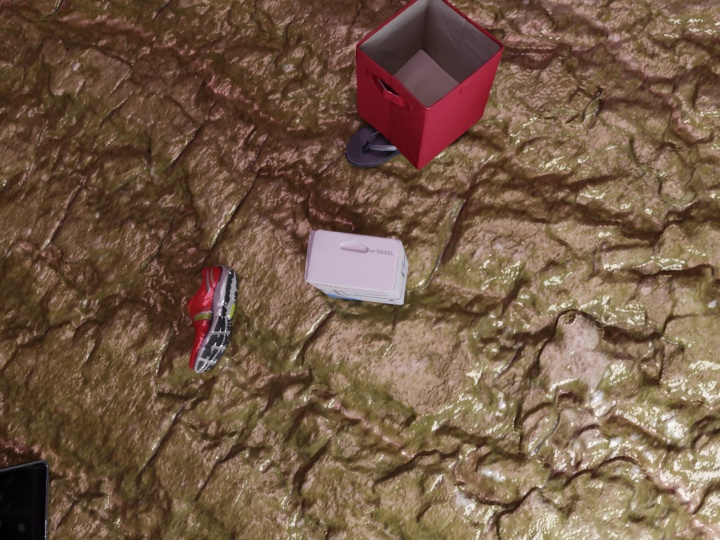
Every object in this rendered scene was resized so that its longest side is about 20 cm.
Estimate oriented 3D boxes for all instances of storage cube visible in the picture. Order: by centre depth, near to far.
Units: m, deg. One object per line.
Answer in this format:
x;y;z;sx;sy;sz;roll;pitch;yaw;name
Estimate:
0.111;-0.319;0.962;0.200;0.180;0.171;-41;74;-14;storage cube

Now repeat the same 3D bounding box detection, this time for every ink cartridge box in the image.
0.000;0.000;0.943;0.144;0.200;0.085;7;82;10;ink cartridge box

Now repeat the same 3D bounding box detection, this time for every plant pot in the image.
-0.702;0.455;0.999;0.176;0.200;0.202;-7;81;21;plant pot

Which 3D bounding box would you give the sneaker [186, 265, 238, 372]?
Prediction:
-0.285;0.088;1.046;0.084;0.077;0.202;7;72;15;sneaker

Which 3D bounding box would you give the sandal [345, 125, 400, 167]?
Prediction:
0.065;-0.249;1.049;0.198;0.043;0.077;-14;80;6;sandal
